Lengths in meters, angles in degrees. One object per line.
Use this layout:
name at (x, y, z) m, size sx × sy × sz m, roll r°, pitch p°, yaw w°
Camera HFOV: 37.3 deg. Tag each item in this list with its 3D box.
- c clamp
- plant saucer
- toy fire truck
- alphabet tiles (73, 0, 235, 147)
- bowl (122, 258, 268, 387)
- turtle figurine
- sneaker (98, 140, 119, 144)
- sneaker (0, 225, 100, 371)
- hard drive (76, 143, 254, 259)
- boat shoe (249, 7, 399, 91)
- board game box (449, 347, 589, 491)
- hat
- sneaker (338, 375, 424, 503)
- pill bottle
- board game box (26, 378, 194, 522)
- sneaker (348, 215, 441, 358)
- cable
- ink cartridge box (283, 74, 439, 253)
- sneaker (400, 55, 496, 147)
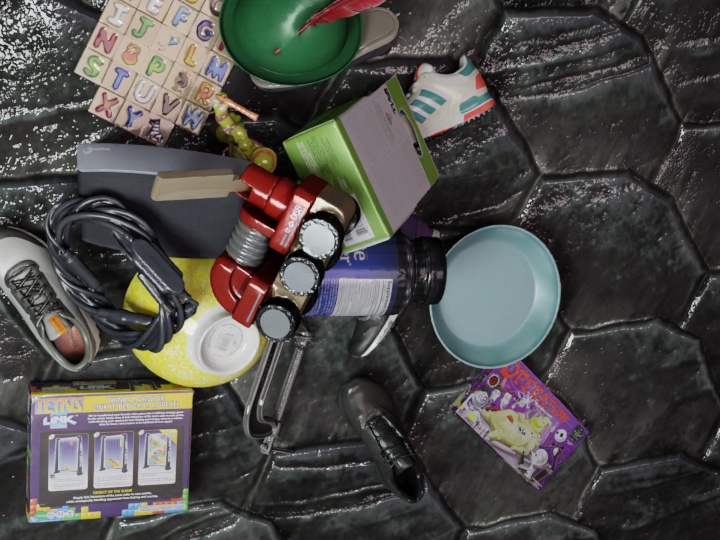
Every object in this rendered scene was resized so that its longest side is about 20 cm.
c clamp at (-0.103, 0.143, 1.375) m, size 0.027 × 0.171 × 0.202 m, roll 17°, pitch 90°, yaw 22°
plant saucer at (0.182, 0.034, 1.480) m, size 0.198 × 0.036 × 0.202 m, roll -3°, pitch 100°, yaw -18°
toy fire truck at (-0.126, -0.037, 1.159) m, size 0.199 × 0.129 × 0.177 m, roll 30°, pitch 117°, yaw 2°
alphabet tiles at (-0.237, -0.258, 1.274) m, size 0.166 × 0.006 × 0.201 m, roll 26°, pitch 93°, yaw -23°
bowl at (-0.179, 0.067, 1.296) m, size 0.199 × 0.108 × 0.202 m, roll -13°, pitch 121°, yaw -23°
turtle figurine at (-0.125, -0.129, 1.263) m, size 0.064 × 0.161 × 0.200 m, roll -46°, pitch 114°, yaw -4°
sneaker at (-0.243, -0.076, 1.279) m, size 0.200 × 0.076 × 0.071 m, roll 38°, pitch 89°, yaw -23°
sneaker at (-0.371, 0.034, 1.258) m, size 0.074 × 0.079 × 0.201 m, roll -34°, pitch 110°, yaw -7°
hard drive at (-0.223, -0.074, 1.214) m, size 0.198 × 0.042 × 0.136 m, roll 6°, pitch 128°, yaw -3°
boat shoe at (-0.042, -0.257, 1.312) m, size 0.199 × 0.063 × 0.073 m, roll -26°, pitch 68°, yaw -15°
board game box at (0.233, 0.217, 1.554) m, size 0.200 × 0.032 × 0.120 m, roll 44°, pitch 82°, yaw -23°
hat at (-0.058, -0.323, 1.200) m, size 0.199 × 0.176 × 0.167 m, roll -17°, pitch 76°, yaw -14°
sneaker at (0.038, 0.230, 1.450) m, size 0.076 × 0.091 × 0.201 m, roll -33°, pitch 111°, yaw -8°
pill bottle at (0.000, 0.000, 1.314) m, size 0.198 × 0.112 × 0.113 m, roll 0°, pitch 103°, yaw -15°
board game box at (-0.314, 0.223, 1.337) m, size 0.198 × 0.057 × 0.167 m, roll 1°, pitch 101°, yaw -20°
sneaker at (0.021, 0.015, 1.412) m, size 0.087 × 0.076 × 0.201 m, roll 30°, pitch 88°, yaw -9°
cable at (-0.279, 0.002, 1.212) m, size 0.200 × 0.163 × 0.051 m, roll 45°, pitch 45°, yaw -6°
ink cartridge box at (0.009, -0.130, 1.269) m, size 0.075 × 0.200 × 0.149 m, roll -18°, pitch 106°, yaw 29°
sneaker at (0.073, -0.211, 1.376) m, size 0.199 × 0.070 × 0.094 m, roll -24°, pitch 92°, yaw -11°
